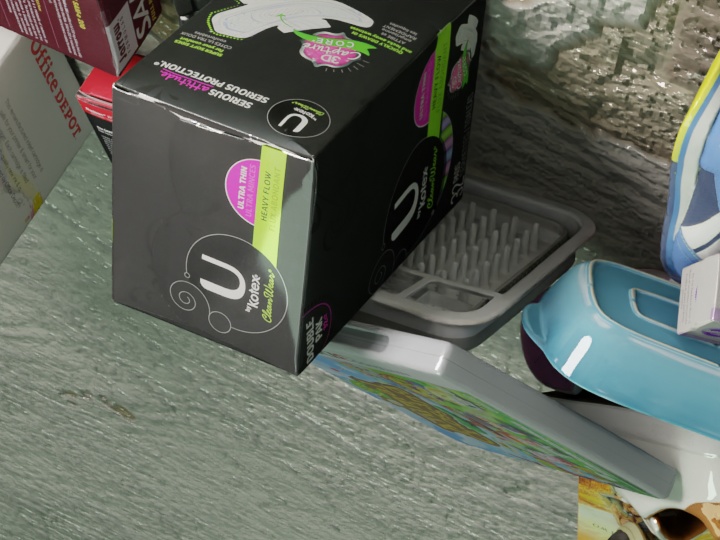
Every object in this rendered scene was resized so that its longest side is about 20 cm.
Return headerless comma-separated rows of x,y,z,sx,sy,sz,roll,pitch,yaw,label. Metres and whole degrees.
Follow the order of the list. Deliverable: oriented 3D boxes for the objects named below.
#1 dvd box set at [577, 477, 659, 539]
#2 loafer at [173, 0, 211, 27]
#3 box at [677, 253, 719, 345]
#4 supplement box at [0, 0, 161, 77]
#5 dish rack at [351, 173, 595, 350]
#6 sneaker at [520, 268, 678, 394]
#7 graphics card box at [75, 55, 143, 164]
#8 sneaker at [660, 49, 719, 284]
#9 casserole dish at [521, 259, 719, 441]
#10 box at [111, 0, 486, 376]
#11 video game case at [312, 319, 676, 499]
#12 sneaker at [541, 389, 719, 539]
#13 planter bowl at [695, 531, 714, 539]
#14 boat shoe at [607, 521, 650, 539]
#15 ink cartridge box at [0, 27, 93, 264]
0.228,0.183,1.804,0.146,0.029,0.200,23,155,16,dvd box set
-0.075,-0.144,1.457,0.068,0.071,0.201,8,147,9,loafer
0.269,0.035,1.358,0.200,0.042,0.039,15,162,-21,box
-0.227,-0.205,1.527,0.200,0.061,0.109,25,157,15,supplement box
0.031,-0.007,1.462,0.171,0.200,0.044,18,118,22,dish rack
0.201,0.031,1.487,0.200,0.081,0.088,2,-168,17,sneaker
-0.103,-0.062,1.680,0.125,0.051,0.200,17,152,26,graphics card box
0.211,-0.040,1.329,0.082,0.074,0.200,20,157,13,sneaker
0.188,0.047,1.369,0.200,0.121,0.039,21,114,-9,casserole dish
-0.033,-0.068,1.347,0.124,0.200,0.149,21,130,20,box
0.055,0.073,1.410,0.200,0.022,0.182,29,169,-38,video game case
0.165,0.117,1.476,0.073,0.085,0.200,-5,-170,-27,sneaker
0.291,0.224,1.693,0.200,0.084,0.200,12,153,6,planter bowl
0.191,0.236,1.726,0.200,0.065,0.073,-111,-4,-74,boat shoe
-0.304,-0.087,1.676,0.144,0.200,0.147,22,156,23,ink cartridge box
